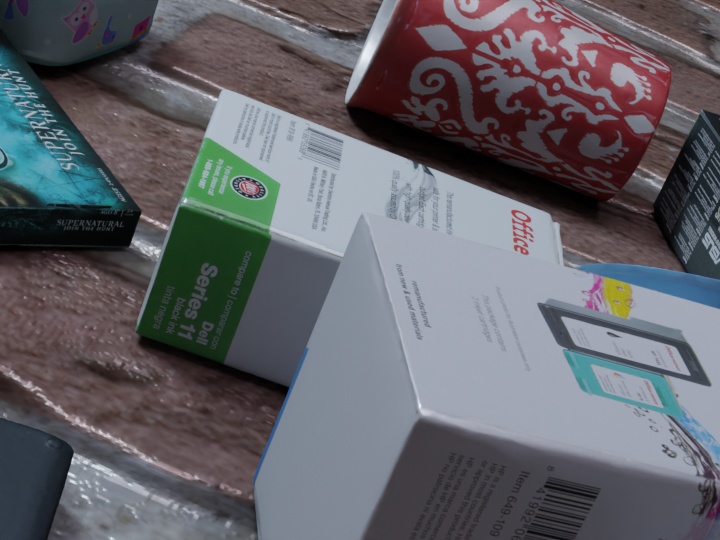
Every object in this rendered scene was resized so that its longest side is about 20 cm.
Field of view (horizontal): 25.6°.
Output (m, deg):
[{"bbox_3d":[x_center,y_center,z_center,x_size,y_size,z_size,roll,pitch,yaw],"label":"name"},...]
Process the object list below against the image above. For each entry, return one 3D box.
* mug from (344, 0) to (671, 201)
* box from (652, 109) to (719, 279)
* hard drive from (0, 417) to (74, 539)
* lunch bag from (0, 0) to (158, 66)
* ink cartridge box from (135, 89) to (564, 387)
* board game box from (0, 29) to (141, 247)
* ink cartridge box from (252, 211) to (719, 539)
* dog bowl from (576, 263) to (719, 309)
[{"bbox_3d":[0.108,-0.148,1.129,0.199,0.134,0.178,24,28,-6],"label":"mug"},{"bbox_3d":[0.310,-0.010,1.075,0.163,0.086,0.200,15,27,-15],"label":"box"},{"bbox_3d":[-0.184,0.103,0.542,0.139,0.033,0.200,19,27,-8],"label":"hard drive"},{"bbox_3d":[-0.232,-0.215,1.037,0.199,0.077,0.160,31,29,13],"label":"lunch bag"},{"bbox_3d":[0.000,0.000,0.818,0.199,0.083,0.147,20,27,-6],"label":"ink cartridge box"},{"bbox_3d":[-0.220,-0.078,0.851,0.135,0.028,0.200,0,35,-40],"label":"board game box"},{"bbox_3d":[0.077,0.094,0.636,0.199,0.147,0.146,15,27,-17],"label":"ink cartridge box"},{"bbox_3d":[0.156,0.042,0.800,0.111,0.050,0.200,13,-9,7],"label":"dog bowl"}]
